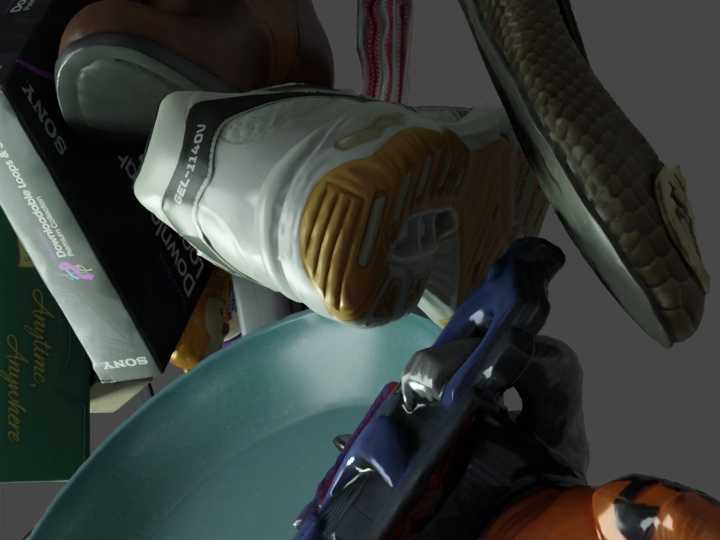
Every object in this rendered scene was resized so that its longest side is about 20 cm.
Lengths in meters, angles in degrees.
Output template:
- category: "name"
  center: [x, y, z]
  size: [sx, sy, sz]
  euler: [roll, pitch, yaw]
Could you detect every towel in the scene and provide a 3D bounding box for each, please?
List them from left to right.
- category: "towel"
  center: [0.000, 0.000, 1.021]
  size: [0.201, 0.030, 0.147]
  euler: [92, -175, -55]

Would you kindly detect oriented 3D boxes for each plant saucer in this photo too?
- category: "plant saucer"
  center: [-0.040, 0.094, 0.859]
  size: [0.036, 0.200, 0.200]
  euler: [51, -177, -26]

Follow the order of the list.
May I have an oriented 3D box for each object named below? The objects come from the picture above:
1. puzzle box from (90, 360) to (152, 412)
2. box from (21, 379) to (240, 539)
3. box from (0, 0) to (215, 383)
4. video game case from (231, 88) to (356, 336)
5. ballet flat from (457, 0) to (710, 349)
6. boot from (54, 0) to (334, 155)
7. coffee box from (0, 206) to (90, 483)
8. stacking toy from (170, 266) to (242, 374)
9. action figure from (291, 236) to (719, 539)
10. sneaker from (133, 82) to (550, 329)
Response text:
- category: "puzzle box"
  center: [-0.115, -0.042, 1.090]
  size: [0.133, 0.025, 0.202]
  euler: [144, 124, -74]
- category: "box"
  center: [-0.030, 0.145, 1.016]
  size: [0.200, 0.048, 0.158]
  euler: [48, 136, -1]
- category: "box"
  center: [-0.088, -0.075, 1.000]
  size: [0.144, 0.036, 0.201]
  euler: [63, -146, -33]
- category: "video game case"
  center: [-0.015, 0.043, 1.110]
  size: [0.182, 0.023, 0.202]
  euler: [-63, -33, -64]
- category: "ballet flat"
  center: [0.058, -0.064, 0.712]
  size: [0.068, 0.046, 0.201]
  euler: [66, 180, -53]
- category: "boot"
  center: [-0.064, -0.144, 0.958]
  size: [0.188, 0.068, 0.202]
  euler: [12, -110, -58]
- category: "coffee box"
  center: [-0.148, 0.011, 1.085]
  size: [0.200, 0.044, 0.124]
  euler: [-140, 51, -73]
- category: "stacking toy"
  center: [-0.067, 0.000, 1.118]
  size: [0.200, 0.109, 0.117]
  euler: [-88, 6, -74]
- category: "action figure"
  center: [0.032, 0.105, 0.688]
  size: [0.104, 0.200, 0.193]
  euler: [37, -176, -31]
- category: "sneaker"
  center: [0.000, -0.028, 0.759]
  size: [0.200, 0.087, 0.076]
  euler: [12, -82, -70]
